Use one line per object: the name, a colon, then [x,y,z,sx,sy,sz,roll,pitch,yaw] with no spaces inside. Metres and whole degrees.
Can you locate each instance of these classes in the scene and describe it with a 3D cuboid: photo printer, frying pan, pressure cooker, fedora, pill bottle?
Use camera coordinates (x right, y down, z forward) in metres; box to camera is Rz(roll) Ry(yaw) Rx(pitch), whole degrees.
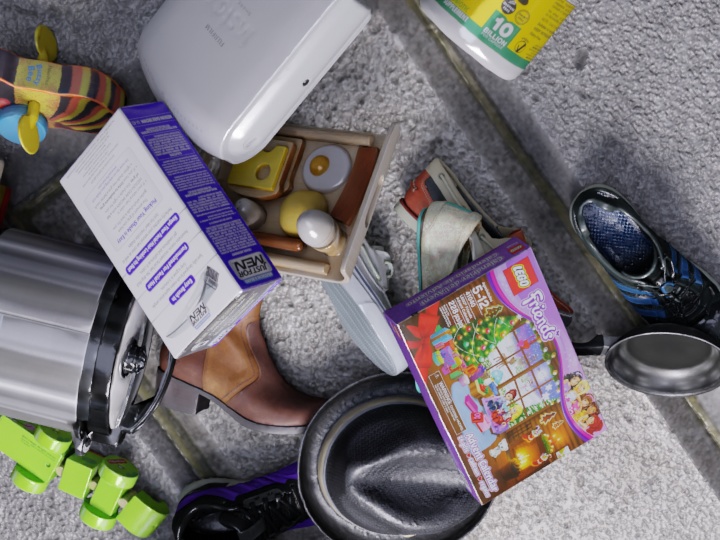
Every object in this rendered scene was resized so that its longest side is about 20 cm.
photo printer: [-0.105,-0.208,1.369,0.200,0.069,0.167,-48,60,15]
frying pan: [0.246,0.082,1.414,0.189,0.031,0.115,-1,146,19]
pressure cooker: [-0.269,0.064,1.423,0.199,0.179,0.177,12,135,3]
fedora: [0.045,0.189,1.425,0.199,0.092,0.202,-1,95,-13]
pill bottle: [0.153,-0.275,1.325,0.113,0.113,0.200,40,105,-2]

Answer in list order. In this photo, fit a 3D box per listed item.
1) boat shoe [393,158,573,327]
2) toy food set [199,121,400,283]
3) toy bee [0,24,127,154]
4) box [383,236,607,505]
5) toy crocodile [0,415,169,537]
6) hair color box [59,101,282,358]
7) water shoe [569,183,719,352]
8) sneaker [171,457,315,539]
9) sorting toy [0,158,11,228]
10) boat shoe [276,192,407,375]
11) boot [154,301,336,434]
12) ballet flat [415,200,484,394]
boat shoe: [0.123,-0.019,1.412,0.200,0.071,0.063,41,102,2]
toy food set: [-0.069,-0.075,1.369,0.199,0.060,0.144,10,74,32]
toy bee: [-0.319,-0.164,1.409,0.199,0.109,0.131,-16,62,-10]
box: [0.121,0.089,1.349,0.136,0.039,0.201,-30,114,-8]
toy crocodile: [-0.282,0.199,1.526,0.199,0.062,0.068,28,105,6]
hair color box: [-0.169,-0.037,1.355,0.109,0.065,0.201,-43,74,35]
water shoe: [0.263,0.008,1.389,0.200,0.079,0.072,42,105,-3]
sneaker: [-0.091,0.235,1.479,0.199,0.100,0.070,-15,102,12]
sorting toy: [-0.441,-0.024,1.462,0.198,0.070,0.201,12,84,18]
boat shoe: [0.000,0.000,1.429,0.067,0.073,0.201,-36,98,-21]
boot: [-0.095,0.047,1.472,0.187,0.068,0.201,13,97,13]
ballet flat: [0.082,0.034,1.373,0.062,0.067,0.201,10,121,19]
